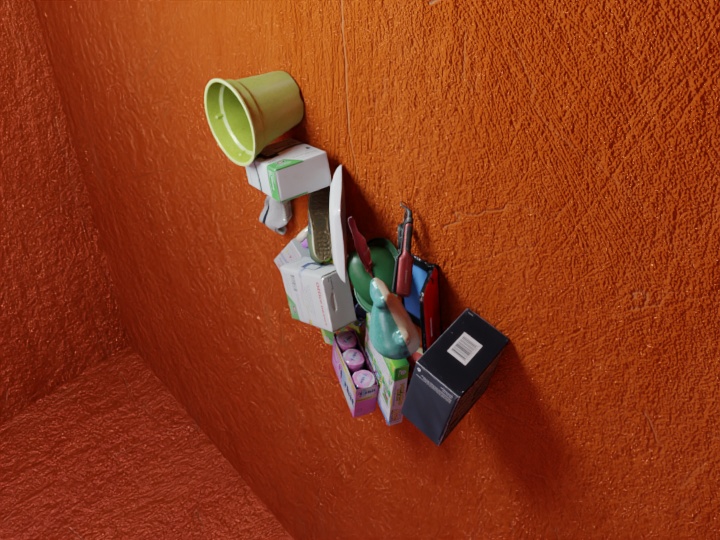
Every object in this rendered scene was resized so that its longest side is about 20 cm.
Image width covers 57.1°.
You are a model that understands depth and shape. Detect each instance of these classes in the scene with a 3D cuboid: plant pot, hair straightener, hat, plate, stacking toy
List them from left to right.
[{"bbox_3d":[-0.238,-0.377,1.560,0.198,0.182,0.205,33,139,33],"label":"plant pot"},{"bbox_3d":[-0.080,-0.032,1.733,0.202,0.085,0.085,53,148,-3],"label":"stacking toy"},{"bbox_3d":[-0.051,-0.110,1.543,0.202,0.031,0.205,-90,-2,-52],"label":"plate"},{"bbox_3d":[-0.017,-0.005,1.500,0.163,0.173,0.208,-2,86,44],"label":"hat"},{"bbox_3d":[0.088,-0.048,1.449,0.077,0.040,0.208,-162,72,-74],"label":"hair straightener"}]

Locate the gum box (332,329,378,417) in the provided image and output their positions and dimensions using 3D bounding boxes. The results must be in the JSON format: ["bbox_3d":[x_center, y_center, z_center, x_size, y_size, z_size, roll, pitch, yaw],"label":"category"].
[{"bbox_3d":[-0.019,0.265,1.743,0.116,0.064,0.202,95,157,-43],"label":"gum box"}]

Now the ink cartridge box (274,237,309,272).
[{"bbox_3d":[-0.176,-0.015,1.879,0.117,0.067,0.199,57,148,3],"label":"ink cartridge box"}]

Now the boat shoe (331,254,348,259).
[{"bbox_3d":[0.000,0.000,1.654,0.200,0.064,0.071,44,-179,14],"label":"boat shoe"}]

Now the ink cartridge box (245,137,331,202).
[{"bbox_3d":[-0.180,-0.246,1.592,0.199,0.144,0.085,31,137,52],"label":"ink cartridge box"}]

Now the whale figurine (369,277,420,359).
[{"bbox_3d":[0.056,0.112,1.438,0.202,0.102,0.161,61,-179,-44],"label":"whale figurine"}]

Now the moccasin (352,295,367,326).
[{"bbox_3d":[-0.017,0.110,1.758,0.198,0.067,0.082,-8,110,56],"label":"moccasin"}]

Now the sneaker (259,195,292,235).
[{"bbox_3d":[-0.219,-0.176,1.818,0.080,0.077,0.201,40,150,6],"label":"sneaker"}]

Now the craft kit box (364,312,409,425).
[{"bbox_3d":[0.060,0.242,1.657,0.202,0.047,0.202,-119,23,-48],"label":"craft kit box"}]

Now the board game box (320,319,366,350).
[{"bbox_3d":[-0.040,0.168,1.859,0.197,0.047,0.104,11,125,50],"label":"board game box"}]

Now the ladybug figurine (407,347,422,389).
[{"bbox_3d":[0.138,0.259,1.662,0.197,0.071,0.139,8,123,52],"label":"ladybug figurine"}]

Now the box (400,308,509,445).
[{"bbox_3d":[0.199,0.230,1.427,0.122,0.199,0.202,35,142,22],"label":"box"}]

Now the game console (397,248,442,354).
[{"bbox_3d":[0.121,0.083,1.506,0.115,0.174,0.205,5,126,20],"label":"game console"}]

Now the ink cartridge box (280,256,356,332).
[{"bbox_3d":[-0.107,0.058,1.672,0.198,0.086,0.150,13,119,54],"label":"ink cartridge box"}]

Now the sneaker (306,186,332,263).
[{"bbox_3d":[-0.108,-0.118,1.647,0.090,0.065,0.208,150,119,-69],"label":"sneaker"}]
